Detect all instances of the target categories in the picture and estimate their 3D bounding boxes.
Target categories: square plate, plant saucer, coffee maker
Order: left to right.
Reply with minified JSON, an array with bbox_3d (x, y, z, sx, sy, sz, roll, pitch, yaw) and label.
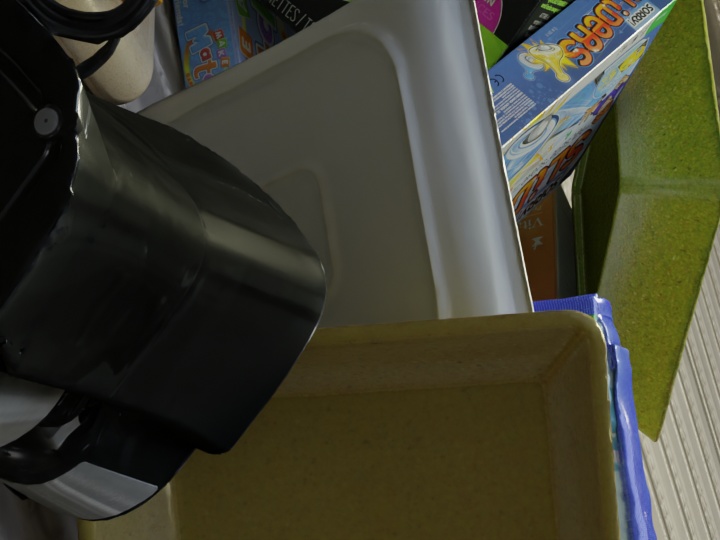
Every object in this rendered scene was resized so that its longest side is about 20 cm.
[{"bbox_3d":[-0.089,-0.011,0.615,0.135,0.191,0.200,63,13,17],"label":"coffee maker"},{"bbox_3d":[-0.024,-0.007,0.810,0.028,0.199,0.200,12,62,-48],"label":"square plate"},{"bbox_3d":[0.000,0.118,0.724,0.048,0.198,0.202,-21,106,-76],"label":"plant saucer"},{"bbox_3d":[0.151,-0.044,1.097,0.201,0.047,0.201,96,-2,-46],"label":"plant saucer"}]

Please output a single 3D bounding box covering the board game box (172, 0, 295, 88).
[{"bbox_3d":[-0.039,-0.082,1.067,0.200,0.036,0.153,26,52,-66],"label":"board game box"}]

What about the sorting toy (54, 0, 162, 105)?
[{"bbox_3d":[-0.130,-0.203,0.886,0.185,0.036,0.201,57,26,-44],"label":"sorting toy"}]

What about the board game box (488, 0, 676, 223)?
[{"bbox_3d":[0.069,-0.057,0.966,0.034,0.136,0.200,39,47,11],"label":"board game box"}]

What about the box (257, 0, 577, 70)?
[{"bbox_3d":[0.056,-0.184,0.985,0.148,0.200,0.124,40,14,11],"label":"box"}]

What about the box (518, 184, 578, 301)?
[{"bbox_3d":[0.073,0.057,1.153,0.201,0.124,0.098,-87,154,-45],"label":"box"}]

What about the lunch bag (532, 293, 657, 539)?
[{"bbox_3d":[0.028,0.113,0.855,0.127,0.199,0.171,31,48,-65],"label":"lunch bag"}]
